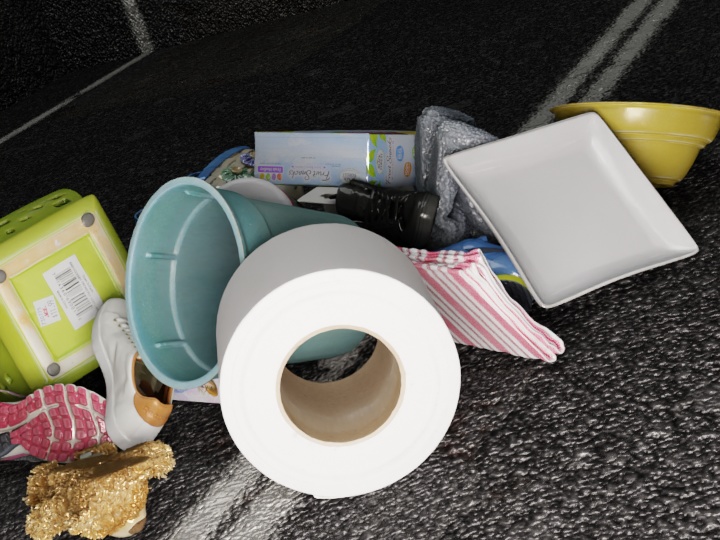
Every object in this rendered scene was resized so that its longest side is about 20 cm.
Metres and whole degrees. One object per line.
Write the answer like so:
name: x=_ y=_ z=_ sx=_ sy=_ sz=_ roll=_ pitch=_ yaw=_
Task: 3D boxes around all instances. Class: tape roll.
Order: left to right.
tape roll: x=-0.023 y=0.074 z=1.206 sx=0.201 sy=0.204 sz=0.139 roll=-20 pitch=18 yaw=-1

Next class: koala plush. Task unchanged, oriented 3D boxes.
koala plush: x=0.167 y=-0.082 z=1.563 sx=0.198 sy=0.185 sz=0.177 roll=0 pitch=15 yaw=-8

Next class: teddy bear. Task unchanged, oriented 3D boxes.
teddy bear: x=-0.243 y=0.205 z=1.296 sx=0.144 sy=0.067 sz=0.199 roll=-24 pitch=11 yaw=-42

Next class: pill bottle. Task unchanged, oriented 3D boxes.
pill bottle: x=-0.114 y=-0.041 z=1.651 sx=0.113 sy=0.115 sz=0.200 roll=-18 pitch=-6 yaw=6

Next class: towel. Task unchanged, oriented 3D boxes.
towel: x=0.086 y=0.025 z=1.326 sx=0.199 sy=0.146 sz=0.030 roll=10 pitch=61 yaw=55

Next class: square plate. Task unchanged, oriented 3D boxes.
square plate: x=0.210 y=-0.061 z=1.422 sx=0.197 sy=0.029 sz=0.201 roll=-18 pitch=60 yaw=-24

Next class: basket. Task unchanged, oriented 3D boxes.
basket: x=-0.183 y=-0.091 z=1.903 sx=0.198 sy=0.140 sz=0.176 roll=1 pitch=27 yaw=25

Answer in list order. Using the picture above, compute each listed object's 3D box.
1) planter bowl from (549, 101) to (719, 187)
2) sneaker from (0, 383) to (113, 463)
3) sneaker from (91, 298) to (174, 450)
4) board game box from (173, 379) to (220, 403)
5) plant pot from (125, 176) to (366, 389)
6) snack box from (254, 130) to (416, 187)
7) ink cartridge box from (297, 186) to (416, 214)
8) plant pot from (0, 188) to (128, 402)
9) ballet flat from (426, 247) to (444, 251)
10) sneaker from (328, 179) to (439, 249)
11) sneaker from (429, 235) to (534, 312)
planter bowl: x=0.310 y=-0.137 z=1.583 sx=0.198 sy=0.084 sz=0.200 roll=4 pitch=0 yaw=0
sneaker: x=-0.333 y=0.161 z=1.473 sx=0.198 sy=0.081 sz=0.075 roll=-3 pitch=-9 yaw=21
sneaker: x=-0.223 y=0.090 z=1.448 sx=0.085 sy=0.073 sz=0.201 roll=-46 pitch=40 yaw=24
board game box: x=-0.153 y=0.077 z=1.567 sx=0.199 sy=0.041 sz=0.199 roll=-2 pitch=26 yaw=43
plant pot: x=-0.099 y=0.013 z=1.396 sx=0.195 sy=0.202 sz=0.199 roll=1 pitch=1 yaw=-43
snack box: x=-0.002 y=-0.133 z=1.669 sx=0.168 sy=0.068 sz=0.199 roll=5 pitch=6 yaw=36
ink cartridge box: x=0.028 y=-0.102 z=1.838 sx=0.199 sy=0.068 sz=0.117 roll=-31 pitch=23 yaw=-32
plant pot: x=-0.353 y=0.029 z=1.609 sx=0.198 sy=0.201 sz=0.181 roll=-32 pitch=13 yaw=-24
ballet flat: x=0.040 y=0.021 z=1.510 sx=0.198 sy=0.070 sz=0.071 roll=-18 pitch=3 yaw=8
sneaker: x=0.019 y=-0.062 z=1.506 sx=0.103 sy=0.061 sz=0.200 roll=16 pitch=-3 yaw=-6
sneaker: x=0.091 y=0.005 z=1.444 sx=0.198 sy=0.066 sz=0.079 roll=-1 pitch=44 yaw=21
